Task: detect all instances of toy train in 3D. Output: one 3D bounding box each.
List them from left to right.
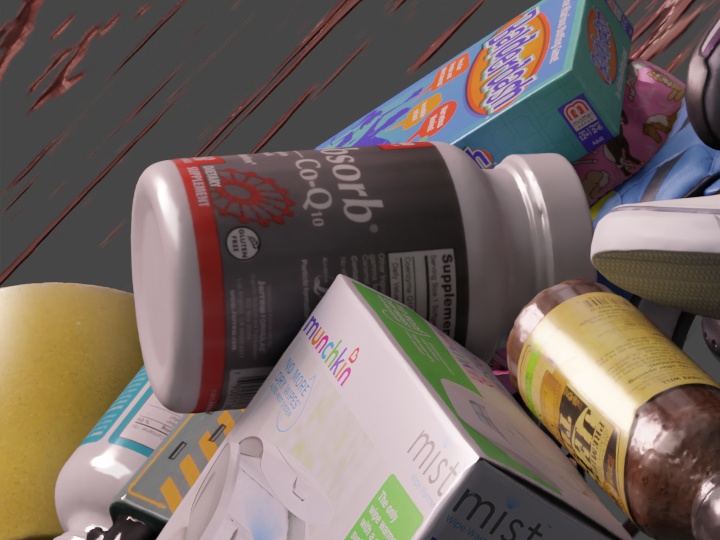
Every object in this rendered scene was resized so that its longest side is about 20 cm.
[{"bbox_3d":[-0.048,0.101,1.214,0.113,0.086,0.200,19,54,30],"label":"toy train"}]

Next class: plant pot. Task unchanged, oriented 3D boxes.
[{"bbox_3d":[-0.181,0.124,1.498,0.200,0.199,0.143,-33,44,32],"label":"plant pot"}]

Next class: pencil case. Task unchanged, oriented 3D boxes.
[{"bbox_3d":[0.107,-0.021,1.290,0.200,0.087,0.083,-50,11,-22],"label":"pencil case"}]

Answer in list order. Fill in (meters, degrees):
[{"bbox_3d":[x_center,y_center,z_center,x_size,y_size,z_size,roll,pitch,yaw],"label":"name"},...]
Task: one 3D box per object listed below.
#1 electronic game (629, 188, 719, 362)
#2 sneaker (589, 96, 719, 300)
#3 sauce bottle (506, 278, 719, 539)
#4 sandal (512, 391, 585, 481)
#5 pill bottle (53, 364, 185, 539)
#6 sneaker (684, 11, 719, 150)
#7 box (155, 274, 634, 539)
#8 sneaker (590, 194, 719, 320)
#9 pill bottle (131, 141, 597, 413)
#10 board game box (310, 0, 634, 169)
[{"bbox_3d":[0.185,0.012,1.087,0.200,0.042,0.200,-38,24,20],"label":"electronic game"},{"bbox_3d":[0.184,-0.054,1.238,0.200,0.066,0.078,-50,28,-20],"label":"sneaker"},{"bbox_3d":[0.122,0.069,0.993,0.065,0.065,0.200,-43,31,1],"label":"sauce bottle"},{"bbox_3d":[0.062,0.124,1.125,0.201,0.043,0.076,-62,14,-25],"label":"sandal"},{"bbox_3d":[-0.087,0.103,1.321,0.111,0.111,0.200,-21,27,54],"label":"pill bottle"},{"bbox_3d":[0.241,-0.110,1.138,0.199,0.075,0.087,-27,18,-24],"label":"sneaker"},{"bbox_3d":[0.005,0.126,1.030,0.177,0.096,0.200,-55,24,9],"label":"box"},{"bbox_3d":[0.189,-0.022,0.992,0.199,0.073,0.071,0,63,27],"label":"sneaker"},{"bbox_3d":[0.000,0.000,1.156,0.198,0.117,0.116,-5,8,-15],"label":"pill bottle"},{"bbox_3d":[0.046,-0.065,1.300,0.199,0.045,0.152,-32,16,21],"label":"board game box"}]
